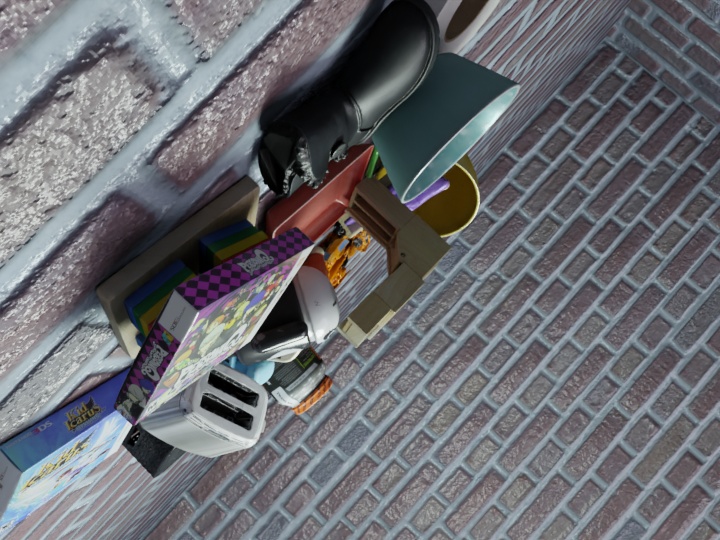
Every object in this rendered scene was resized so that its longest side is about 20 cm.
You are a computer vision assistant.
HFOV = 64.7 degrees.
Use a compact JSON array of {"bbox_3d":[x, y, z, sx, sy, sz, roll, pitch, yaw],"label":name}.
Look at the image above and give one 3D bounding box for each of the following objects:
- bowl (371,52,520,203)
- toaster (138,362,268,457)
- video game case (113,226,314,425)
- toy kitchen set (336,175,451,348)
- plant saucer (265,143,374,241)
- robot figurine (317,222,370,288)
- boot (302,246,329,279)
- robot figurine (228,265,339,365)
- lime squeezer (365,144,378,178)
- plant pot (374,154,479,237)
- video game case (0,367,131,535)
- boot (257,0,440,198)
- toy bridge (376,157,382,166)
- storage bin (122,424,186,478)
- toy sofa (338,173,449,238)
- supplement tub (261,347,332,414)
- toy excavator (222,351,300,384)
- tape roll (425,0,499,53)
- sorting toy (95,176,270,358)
[{"bbox_3d":[0.090,-0.191,0.714,0.201,0.105,0.201,-43,176,-4],"label":"bowl"},{"bbox_3d":[-0.236,0.203,0.856,0.129,0.200,0.114,-20,-136,34],"label":"toaster"},{"bbox_3d":[-0.149,0.052,0.600,0.181,0.036,0.200,-53,171,31],"label":"video game case"},{"bbox_3d":[0.000,0.000,0.916,0.200,0.180,0.163,-44,173,-24],"label":"toy kitchen set"},{"bbox_3d":[-0.075,-0.089,0.847,0.200,0.037,0.200,-46,173,-23],"label":"plant saucer"},{"bbox_3d":[-0.039,-0.036,1.133,0.200,0.058,0.145,-54,160,-29],"label":"robot figurine"},{"bbox_3d":[-0.125,0.022,1.007,0.075,0.108,0.200,5,163,-44],"label":"boot"},{"bbox_3d":[-0.130,0.069,0.840,0.199,0.151,0.125,-16,148,-6],"label":"robot figurine"},{"bbox_3d":[0.046,-0.224,0.812,0.200,0.038,0.071,-61,-174,15],"label":"lime squeezer"},{"bbox_3d":[0.133,-0.182,1.087,0.200,0.200,0.142,-55,-167,47],"label":"plant pot"},{"bbox_3d":[-0.382,0.233,0.741,0.181,0.045,0.200,-53,171,32],"label":"video game case"},{"bbox_3d":[-0.016,-0.169,0.580,0.168,0.076,0.200,-47,-179,-40],"label":"boot"},{"bbox_3d":[0.074,-0.247,0.907,0.200,0.027,0.067,-51,172,33],"label":"toy bridge"},{"bbox_3d":[-0.336,0.278,1.084,0.135,0.094,0.200,-52,173,37],"label":"storage bin"},{"bbox_3d":[0.051,-0.127,0.983,0.200,0.098,0.083,-34,-176,42],"label":"toy sofa"},{"bbox_3d":[-0.154,0.176,1.115,0.122,0.200,0.123,-40,-178,2],"label":"supplement tub"},{"bbox_3d":[-0.175,0.146,0.980,0.100,0.199,0.195,-24,124,-74],"label":"toy excavator"},{"bbox_3d":[0.126,-0.335,0.692,0.203,0.037,0.203,-46,173,-8],"label":"tape roll"},{"bbox_3d":[-0.182,0.020,0.655,0.199,0.070,0.200,-44,172,-27],"label":"sorting toy"}]
